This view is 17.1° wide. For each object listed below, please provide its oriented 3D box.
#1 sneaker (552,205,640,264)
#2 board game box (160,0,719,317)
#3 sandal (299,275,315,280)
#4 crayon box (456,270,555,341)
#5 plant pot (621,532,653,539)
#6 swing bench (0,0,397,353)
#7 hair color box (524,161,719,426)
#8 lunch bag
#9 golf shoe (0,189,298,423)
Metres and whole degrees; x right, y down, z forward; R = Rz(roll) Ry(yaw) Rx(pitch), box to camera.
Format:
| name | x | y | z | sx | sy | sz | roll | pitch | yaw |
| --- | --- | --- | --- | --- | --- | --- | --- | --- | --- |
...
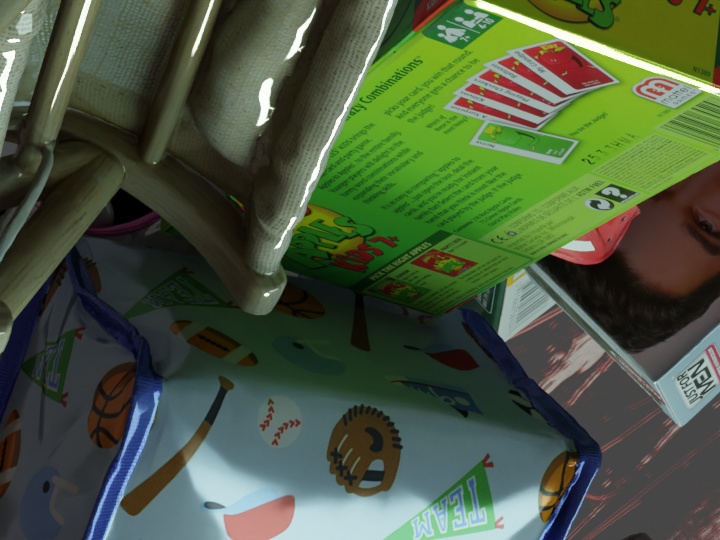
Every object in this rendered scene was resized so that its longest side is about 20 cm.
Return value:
| name | x | y | z | sx | sy | sz | roll | pitch | yaw |
| --- | --- | --- | --- | --- | --- | --- | --- | --- | --- |
| sneaker | 0.125 | -0.070 | 0.949 | 0.199 | 0.079 | 0.116 | -12 | 148 | -7 |
| board game box | 0.028 | -0.046 | 0.685 | 0.101 | 0.048 | 0.200 | 17 | 157 | -21 |
| sandal | -0.013 | -0.015 | 0.894 | 0.200 | 0.048 | 0.075 | -15 | 159 | -6 |
| crayon box | 0.126 | -0.061 | 1.109 | 0.200 | 0.052 | 0.126 | -35 | 161 | -16 |
| plant pot | 0.254 | 0.350 | 2.082 | 0.200 | 0.198 | 0.200 | -37 | 162 | -14 |
| swing bench | -0.096 | -0.050 | 0.571 | 0.200 | 0.130 | 0.199 | -34 | 161 | -38 |
| hair color box | 0.169 | -0.042 | 1.009 | 0.200 | 0.099 | 0.061 | -43 | 153 | -2 |
| lunch bag | -0.043 | 0.109 | 0.758 | 0.170 | 0.124 | 0.201 | 13 | 111 | -29 |
| golf shoe | -0.116 | 0.009 | 0.780 | 0.200 | 0.075 | 0.092 | -31 | 134 | -19 |
